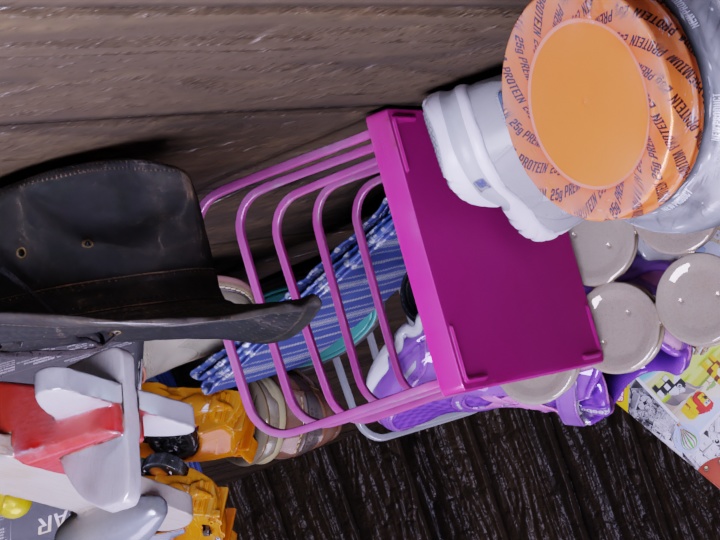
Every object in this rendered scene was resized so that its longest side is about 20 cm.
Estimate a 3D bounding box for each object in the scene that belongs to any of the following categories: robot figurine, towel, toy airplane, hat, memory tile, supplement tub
[{"bbox_3d":[-0.167,0.121,1.644,0.198,0.146,0.058,-1,137,15],"label":"robot figurine"},{"bbox_3d":[0.000,0.000,1.628,0.200,0.024,0.145,-41,167,25],"label":"towel"},{"bbox_3d":[-0.176,0.101,1.328,0.198,0.142,0.199,13,171,-4],"label":"toy airplane"},{"bbox_3d":[-0.118,-0.005,1.193,0.199,0.082,0.201,-5,174,0],"label":"hat"},{"bbox_3d":[0.150,-0.024,1.492,0.199,0.154,0.017,-20,168,20],"label":"memory tile"},{"bbox_3d":[0.161,-0.085,1.144,0.199,0.123,0.122,-13,171,-39],"label":"supplement tub"}]

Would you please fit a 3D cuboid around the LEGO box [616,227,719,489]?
[{"bbox_3d":[0.229,0.007,1.637,0.201,0.149,0.077,-56,160,15],"label":"LEGO box"}]

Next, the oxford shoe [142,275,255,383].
[{"bbox_3d":[-0.149,0.062,1.607,0.199,0.074,0.071,-19,140,-6],"label":"oxford shoe"}]

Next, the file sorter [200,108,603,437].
[{"bbox_3d":[0.020,0.003,1.423,0.125,0.140,0.200,-18,175,24],"label":"file sorter"}]

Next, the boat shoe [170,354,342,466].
[{"bbox_3d":[-0.077,0.078,1.764,0.067,0.073,0.200,1,-167,-28],"label":"boat shoe"}]

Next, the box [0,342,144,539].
[{"bbox_3d":[-0.216,0.093,1.498,0.199,0.044,0.161,-17,135,-25],"label":"box"}]

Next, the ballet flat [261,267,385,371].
[{"bbox_3d":[-0.064,0.040,1.859,0.199,0.073,0.073,-29,170,26],"label":"ballet flat"}]

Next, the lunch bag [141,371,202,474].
[{"bbox_3d":[-0.164,0.162,1.763,0.160,0.201,0.082,-25,172,42],"label":"lunch bag"}]

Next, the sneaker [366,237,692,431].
[{"bbox_3d":[0.102,0.051,1.552,0.199,0.089,0.081,-23,154,3],"label":"sneaker"}]

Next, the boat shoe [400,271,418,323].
[{"bbox_3d":[0.095,-0.034,1.570,0.199,0.072,0.067,-34,147,24],"label":"boat shoe"}]

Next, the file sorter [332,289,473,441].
[{"bbox_3d":[0.082,0.027,1.870,0.138,0.125,0.200,-13,172,-40],"label":"file sorter"}]

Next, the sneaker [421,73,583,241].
[{"bbox_3d":[0.103,-0.061,1.377,0.082,0.075,0.200,-19,173,19],"label":"sneaker"}]
